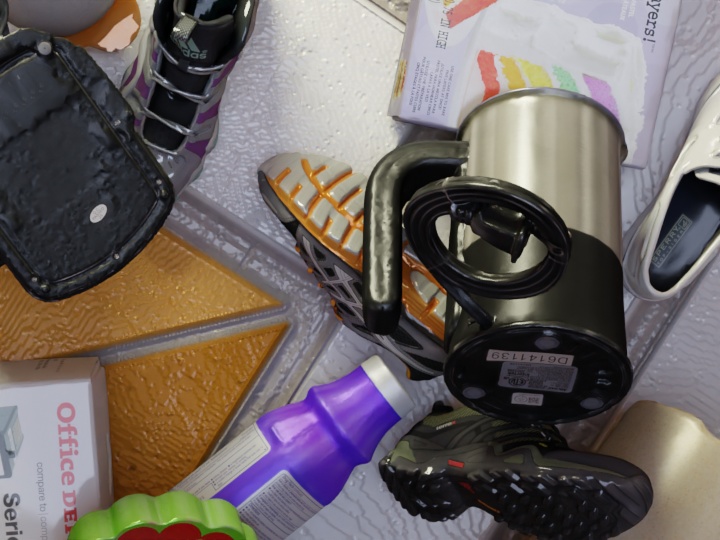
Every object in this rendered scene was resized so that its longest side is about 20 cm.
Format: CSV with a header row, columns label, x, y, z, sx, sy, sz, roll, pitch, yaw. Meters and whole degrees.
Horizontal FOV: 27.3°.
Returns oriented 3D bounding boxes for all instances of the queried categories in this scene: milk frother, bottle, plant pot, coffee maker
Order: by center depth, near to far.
label,x,y,z,sx,sy,sz,roll,pitch,yaw
coffee maker,-0.215,-0.091,0.911,0.134,0.200,0.194,-16,104,-21
milk frother,0.100,-0.039,0.914,0.179,0.200,0.189,14,54,-13
plant pot,0.201,0.199,1.013,0.200,0.200,0.184,34,80,-8
bottle,-0.053,0.137,1.021,0.200,0.084,0.065,-39,54,-1

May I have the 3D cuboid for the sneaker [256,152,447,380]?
label,x,y,z,sx,sy,sz,roll,pitch,yaw
sneaker,0.000,0.000,1.019,0.200,0.078,0.077,44,130,5

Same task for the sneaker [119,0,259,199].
label,x,y,z,sx,sy,sz,roll,pitch,yaw
sneaker,-0.116,-0.135,0.957,0.077,0.140,0.202,16,93,-7

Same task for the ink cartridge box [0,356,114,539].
label,x,y,z,sx,sy,sz,roll,pitch,yaw
ink cartridge box,-0.270,0.140,0.998,0.198,0.084,0.147,-4,97,-6

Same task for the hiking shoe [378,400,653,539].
label,x,y,z,sx,sy,sz,roll,pitch,yaw
hiking shoe,0.108,0.117,0.980,0.101,0.199,0.076,-56,133,-34

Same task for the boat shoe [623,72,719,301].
label,x,y,z,sx,sy,sz,roll,pitch,yaw
boat shoe,0.254,-0.064,1.040,0.073,0.065,0.201,27,93,-7

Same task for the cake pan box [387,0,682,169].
label,x,y,z,sx,sy,sz,roll,pitch,yaw
cake pan box,0.128,-0.184,1.024,0.183,0.052,0.202,12,95,-9

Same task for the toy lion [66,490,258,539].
label,x,y,z,sx,sy,sz,roll,pitch,yaw
toy lion,-0.124,0.234,0.976,0.199,0.069,0.192,27,110,-32

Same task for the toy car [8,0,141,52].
label,x,y,z,sx,sy,sz,roll,pitch,yaw
toy car,-0.202,-0.229,0.951,0.177,0.184,0.200,-46,127,-1
